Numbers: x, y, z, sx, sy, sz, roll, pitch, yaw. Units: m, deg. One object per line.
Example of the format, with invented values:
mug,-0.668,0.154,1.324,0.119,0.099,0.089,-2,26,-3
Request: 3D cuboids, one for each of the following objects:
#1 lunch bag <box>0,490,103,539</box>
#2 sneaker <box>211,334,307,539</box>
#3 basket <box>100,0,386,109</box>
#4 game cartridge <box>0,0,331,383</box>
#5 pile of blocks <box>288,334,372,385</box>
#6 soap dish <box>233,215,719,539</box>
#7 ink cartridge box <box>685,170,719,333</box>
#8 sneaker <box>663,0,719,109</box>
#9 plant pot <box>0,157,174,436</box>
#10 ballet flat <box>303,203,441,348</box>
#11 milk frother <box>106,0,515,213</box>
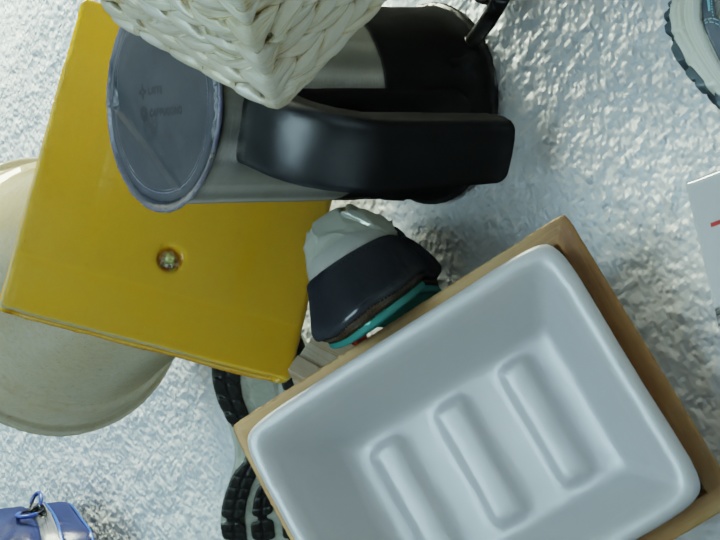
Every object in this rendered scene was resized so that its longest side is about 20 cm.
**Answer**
lunch bag,-0.267,0.277,1.248,0.136,0.132,0.201,-158,68,-67
sneaker,-0.051,0.107,1.014,0.089,0.076,0.201,-77,-12,-65
basket,-0.038,-0.192,0.719,0.135,0.200,0.124,31,157,26
game cartridge,-0.104,-0.050,0.924,0.032,0.175,0.201,148,137,-72
pile of blocks,0.048,0.073,0.883,0.199,0.082,0.062,15,62,42
soap dish,0.059,0.093,0.760,0.200,0.081,0.158,-33,78,11
ink cartridge box,0.208,0.003,0.643,0.116,0.066,0.201,-24,74,51
sneaker,0.174,-0.120,0.616,0.086,0.077,0.201,-43,26,35
plant pot,-0.170,-0.001,1.024,0.183,0.200,0.202,-21,76,55
ballet flat,0.000,0.000,0.830,0.073,0.200,0.074,0,92,10
milk frother,-0.013,-0.134,0.823,0.180,0.187,0.201,2,94,52
